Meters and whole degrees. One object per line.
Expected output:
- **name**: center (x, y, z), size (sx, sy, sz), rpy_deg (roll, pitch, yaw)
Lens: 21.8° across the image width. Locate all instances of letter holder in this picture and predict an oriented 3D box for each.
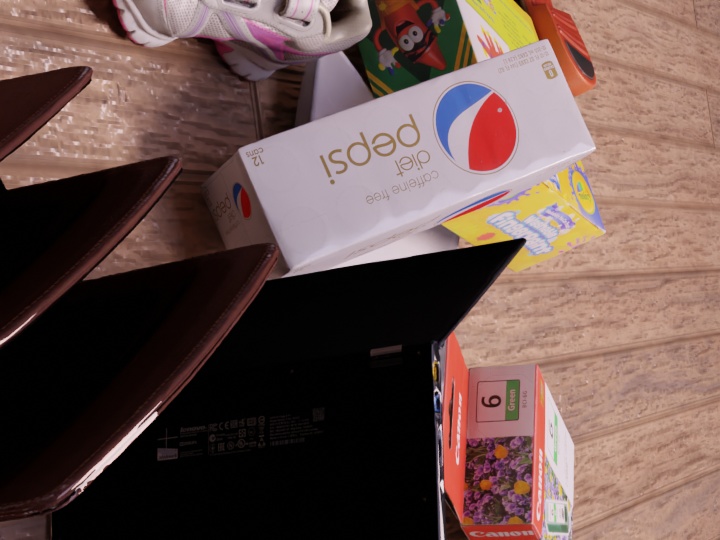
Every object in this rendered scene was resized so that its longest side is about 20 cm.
- **letter holder**: center (-0.131, 0.003, 0.682), size (0.200, 0.141, 0.101), rpy_deg (-52, 128, -57)

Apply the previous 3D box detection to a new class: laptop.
- **laptop**: center (-0.028, 0.081, 0.818), size (0.116, 0.186, 0.202), rpy_deg (27, 58, -59)

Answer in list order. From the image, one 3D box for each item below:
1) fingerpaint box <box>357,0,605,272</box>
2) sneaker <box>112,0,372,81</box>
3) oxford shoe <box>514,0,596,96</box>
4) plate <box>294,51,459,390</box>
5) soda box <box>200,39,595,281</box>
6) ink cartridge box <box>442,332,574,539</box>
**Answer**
- **fingerpaint box**: center (0.070, -0.105, 1.168), size (0.200, 0.073, 0.168), rpy_deg (26, 43, -64)
- **sneaker**: center (-0.058, -0.153, 0.948), size (0.200, 0.087, 0.082), rpy_deg (7, 75, -64)
- **oxford shoe**: center (0.095, -0.201, 1.319), size (0.071, 0.072, 0.201), rpy_deg (18, 47, -58)
- **plate**: center (0.000, 0.000, 1.084), size (0.200, 0.032, 0.201), rpy_deg (50, 40, -48)
- **soda box**: center (0.021, -0.054, 0.977), size (0.199, 0.064, 0.069), rpy_deg (-22, 85, -27)
- **ink cartridge box**: center (0.096, 0.123, 1.185), size (0.200, 0.050, 0.110), rpy_deg (61, 30, -58)
